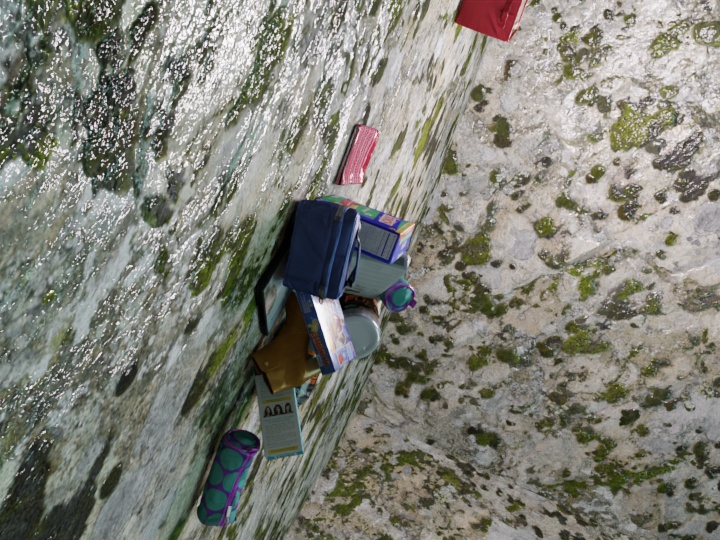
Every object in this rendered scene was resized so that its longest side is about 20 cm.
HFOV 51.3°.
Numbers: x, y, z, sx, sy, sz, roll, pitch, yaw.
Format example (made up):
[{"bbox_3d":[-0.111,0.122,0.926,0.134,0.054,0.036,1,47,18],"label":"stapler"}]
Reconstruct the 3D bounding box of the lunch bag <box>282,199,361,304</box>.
[{"bbox_3d":[-0.066,-0.033,1.465,0.136,0.132,0.201,-48,150,-82],"label":"lunch bag"}]

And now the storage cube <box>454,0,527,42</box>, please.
[{"bbox_3d":[0.416,-0.832,2.312,0.200,0.179,0.171,-53,163,-55],"label":"storage cube"}]

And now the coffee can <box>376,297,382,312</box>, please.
[{"bbox_3d":[-0.010,0.097,2.200,0.200,0.146,0.147,102,14,-53],"label":"coffee can"}]

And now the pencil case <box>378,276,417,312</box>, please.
[{"bbox_3d":[0.066,0.023,1.896,0.085,0.092,0.200,-52,-146,12],"label":"pencil case"}]

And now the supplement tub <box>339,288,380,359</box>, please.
[{"bbox_3d":[-0.014,0.123,1.856,0.200,0.122,0.123,-95,-158,-67],"label":"supplement tub"}]

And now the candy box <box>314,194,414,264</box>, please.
[{"bbox_3d":[0.003,-0.093,1.619,0.169,0.200,0.077,-37,149,-73],"label":"candy box"}]

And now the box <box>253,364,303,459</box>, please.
[{"bbox_3d":[-0.176,0.297,1.606,0.049,0.082,0.200,92,-12,-68],"label":"box"}]

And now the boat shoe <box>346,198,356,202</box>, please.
[{"bbox_3d":[-0.051,-0.078,1.785,0.066,0.072,0.200,-39,143,-66],"label":"boat shoe"}]

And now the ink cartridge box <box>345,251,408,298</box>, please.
[{"bbox_3d":[0.000,0.000,1.751,0.200,0.160,0.047,136,-36,-60],"label":"ink cartridge box"}]

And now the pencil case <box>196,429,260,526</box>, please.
[{"bbox_3d":[-0.278,0.441,1.587,0.085,0.092,0.200,8,106,-43],"label":"pencil case"}]

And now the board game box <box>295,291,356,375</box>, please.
[{"bbox_3d":[-0.074,0.111,1.615,0.135,0.034,0.200,-22,95,-69],"label":"board game box"}]

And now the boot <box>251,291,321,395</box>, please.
[{"bbox_3d":[-0.168,0.152,1.594,0.144,0.202,0.071,-17,168,-26],"label":"boot"}]

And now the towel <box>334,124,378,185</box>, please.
[{"bbox_3d":[-0.004,-0.264,1.736,0.200,0.022,0.145,-31,142,-75],"label":"towel"}]

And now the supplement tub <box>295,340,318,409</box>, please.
[{"bbox_3d":[-0.153,0.222,1.734,0.123,0.122,0.200,30,83,-81],"label":"supplement tub"}]

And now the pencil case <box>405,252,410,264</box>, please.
[{"bbox_3d":[0.056,-0.068,2.009,0.089,0.200,0.078,-29,-150,19],"label":"pencil case"}]

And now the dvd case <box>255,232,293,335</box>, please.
[{"bbox_3d":[-0.167,0.032,1.514,0.200,0.018,0.143,97,17,-60],"label":"dvd case"}]
